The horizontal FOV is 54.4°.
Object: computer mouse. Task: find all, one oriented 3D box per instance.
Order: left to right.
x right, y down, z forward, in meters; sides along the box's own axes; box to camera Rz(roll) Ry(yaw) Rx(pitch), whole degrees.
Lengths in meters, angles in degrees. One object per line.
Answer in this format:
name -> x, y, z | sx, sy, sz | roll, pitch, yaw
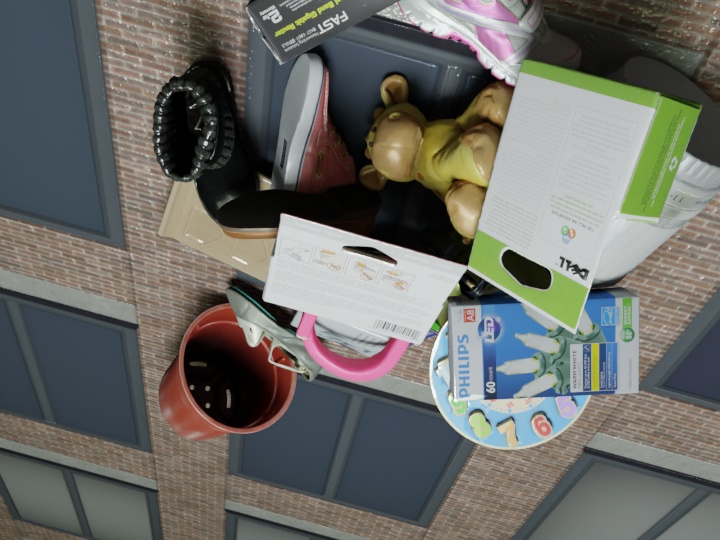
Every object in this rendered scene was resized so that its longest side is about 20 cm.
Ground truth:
computer mouse -> 0.097, -0.013, 0.814 | 0.034, 0.200, 0.059 | 43, 89, -21

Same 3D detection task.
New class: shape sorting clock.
shape sorting clock -> 0.176, 0.116, 0.810 | 0.193, 0.039, 0.207 | 1, 103, 4

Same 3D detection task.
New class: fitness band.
fitness band -> -0.001, 0.063, 0.885 | 0.140, 0.038, 0.202 | 23, 128, -7

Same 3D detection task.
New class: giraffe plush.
giraffe plush -> 0.078, -0.135, 0.775 | 0.158, 0.177, 0.200 | 21, 173, 7

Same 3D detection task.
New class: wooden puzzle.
wooden puzzle -> -0.162, -0.077, 0.960 | 0.195, 0.047, 0.186 | 22, 137, -14

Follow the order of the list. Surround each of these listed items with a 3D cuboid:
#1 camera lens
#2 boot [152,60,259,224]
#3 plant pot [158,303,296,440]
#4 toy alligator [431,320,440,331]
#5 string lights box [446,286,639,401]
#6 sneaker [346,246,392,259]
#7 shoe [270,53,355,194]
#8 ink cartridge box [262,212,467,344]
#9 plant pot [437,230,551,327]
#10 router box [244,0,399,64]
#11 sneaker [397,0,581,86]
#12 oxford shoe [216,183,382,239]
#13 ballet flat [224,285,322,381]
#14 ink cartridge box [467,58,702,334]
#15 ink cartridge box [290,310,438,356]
camera lens -> 0.266, -0.094, 0.732 | 0.157, 0.163, 0.201 | 24, 136, -11
boot -> -0.171, -0.122, 0.789 | 0.077, 0.159, 0.216 | -12, 116, 2
plant pot -> -0.234, 0.184, 1.154 | 0.198, 0.205, 0.194 | 32, 144, -19
toy alligator -> 0.076, 0.060, 1.020 | 0.053, 0.060, 0.201 | -18, 128, 30
string lights box -> 0.192, 0.078, 0.753 | 0.193, 0.059, 0.106 | -4, 98, 2
sneaker -> -0.021, 0.000, 0.937 | 0.195, 0.080, 0.088 | 0, 180, 31
shoe -> -0.047, -0.154, 0.833 | 0.088, 0.072, 0.204 | 0, 126, -24
ink cartridge box -> 0.000, 0.000, 0.758 | 0.194, 0.046, 0.178 | 16, 145, -5
plant pot -> 0.171, 0.040, 0.897 | 0.197, 0.202, 0.185 | -25, 113, 35
router box -> 0.005, -0.283, 0.617 | 0.196, 0.152, 0.062 | -18, 129, 30
sneaker -> 0.134, -0.249, 0.667 | 0.196, 0.083, 0.089 | 24, 137, -12
oxford shoe -> -0.071, -0.051, 0.818 | 0.194, 0.072, 0.073 | -4, 134, -19
ballet flat -> -0.140, 0.104, 1.093 | 0.198, 0.065, 0.067 | 37, 164, -13
ink cartridge box -> 0.190, -0.070, 0.633 | 0.074, 0.147, 0.206 | -1, 113, -38
ink cartridge box -> -0.001, 0.085, 1.018 | 0.195, 0.042, 0.200 | 20, 166, -4
